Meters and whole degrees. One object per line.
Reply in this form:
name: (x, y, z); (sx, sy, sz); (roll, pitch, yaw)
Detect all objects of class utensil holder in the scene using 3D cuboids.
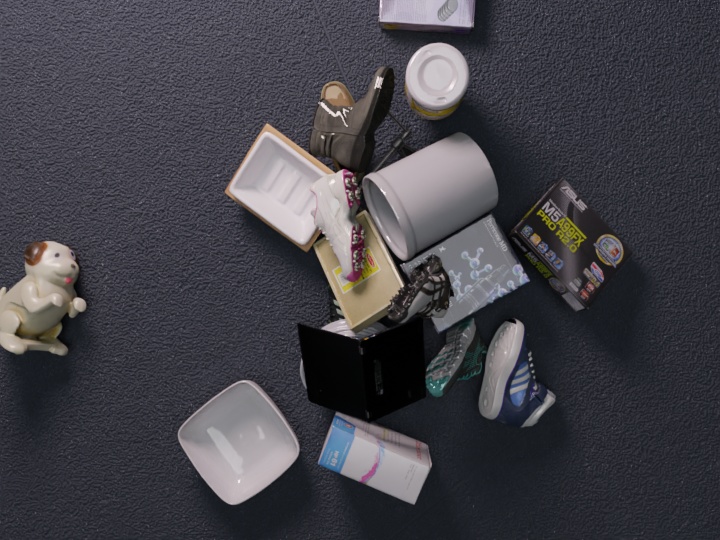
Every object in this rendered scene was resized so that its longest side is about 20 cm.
utensil holder: (0.127, -0.140, 1.344); (0.198, 0.170, 0.171); (-29, 92, -11)

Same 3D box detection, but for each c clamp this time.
c clamp: (0.047, -0.181, 1.403); (0.170, 0.027, 0.201); (32, 98, -32)

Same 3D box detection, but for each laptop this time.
laptop: (0.006, 0.166, 1.342); (0.198, 0.116, 0.189); (-19, 125, -20)

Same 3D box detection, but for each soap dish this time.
soap dish: (-0.137, -0.158, 1.408); (0.199, 0.081, 0.158); (36, 104, 0)

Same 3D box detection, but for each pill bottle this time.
pill bottle: (0.135, -0.334, 1.331); (0.110, 0.200, 0.113); (0, 94, 3)

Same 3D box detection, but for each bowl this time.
bowl: (-0.233, 0.333, 1.455); (0.199, 0.075, 0.201); (-37, 90, 5)

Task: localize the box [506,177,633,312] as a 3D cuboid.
box: (0.394, -0.048, 1.382); (0.200, 0.044, 0.160); (47, 70, -1)

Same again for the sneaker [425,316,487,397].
sneaker: (0.191, 0.176, 1.379); (0.077, 0.200, 0.092); (-24, 109, 43)

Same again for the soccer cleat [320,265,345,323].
soccer cleat: (-0.036, 0.077, 1.435); (0.080, 0.068, 0.202); (-29, 93, 10)

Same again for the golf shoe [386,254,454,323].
golf shoe: (0.114, 0.050, 1.257); (0.077, 0.200, 0.095); (-32, 98, 37)

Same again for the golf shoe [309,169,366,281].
golf shoe: (-0.041, -0.078, 1.334); (0.090, 0.075, 0.203); (-8, 87, 19)

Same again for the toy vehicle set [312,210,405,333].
toy vehicle set: (0.000, 0.000, 1.360); (0.123, 0.027, 0.202); (-31, 60, 10)

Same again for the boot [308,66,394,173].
boot: (-0.024, -0.288, 1.333); (0.130, 0.068, 0.202); (26, 107, 19)

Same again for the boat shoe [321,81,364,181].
boat shoe: (-0.032, -0.268, 1.411); (0.073, 0.066, 0.203); (-15, 93, 4)

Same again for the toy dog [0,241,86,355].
toy dog: (-0.621, 0.043, 1.443); (0.193, 0.139, 0.202); (32, 98, 37)

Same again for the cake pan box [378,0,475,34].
cake pan box: (0.129, -0.560, 1.393); (0.181, 0.052, 0.203); (3, 94, 1)

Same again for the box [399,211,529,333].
box: (0.195, 0.003, 1.395); (0.198, 0.107, 0.150); (-30, 91, 4)

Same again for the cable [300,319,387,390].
cable: (-0.014, 0.181, 1.403); (0.198, 0.070, 0.201); (25, 120, -10)

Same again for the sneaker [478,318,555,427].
sneaker: (0.318, 0.203, 1.415); (0.145, 0.080, 0.203); (14, 92, -22)

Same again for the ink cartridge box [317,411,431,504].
ink cartridge box: (0.029, 0.352, 1.406); (0.198, 0.145, 0.086); (21, 94, 1)
